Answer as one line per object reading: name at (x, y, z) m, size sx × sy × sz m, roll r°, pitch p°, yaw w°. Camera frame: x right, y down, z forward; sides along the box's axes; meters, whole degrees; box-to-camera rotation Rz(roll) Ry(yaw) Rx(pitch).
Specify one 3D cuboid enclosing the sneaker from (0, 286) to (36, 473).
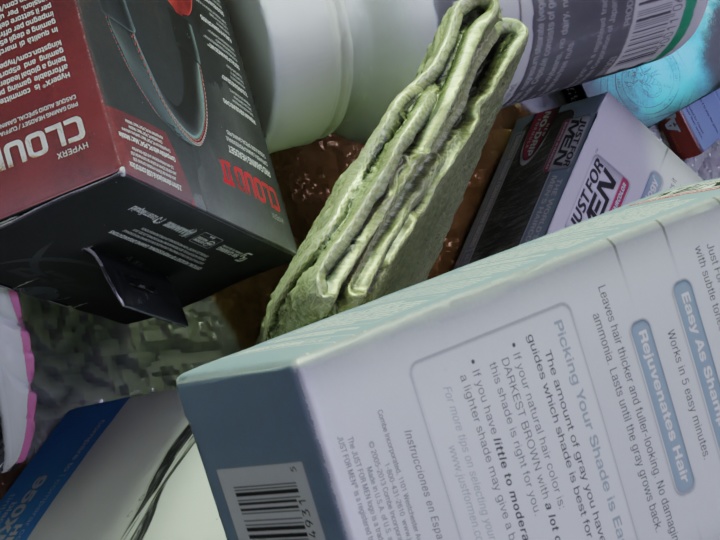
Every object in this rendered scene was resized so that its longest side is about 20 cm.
sneaker at (-0.178, -0.016, 0.692) m, size 0.086 × 0.080 × 0.200 m, roll -24°, pitch 93°, yaw -21°

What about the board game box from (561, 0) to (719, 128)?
board game box at (0.121, -0.173, 0.936) m, size 0.135 × 0.028 × 0.200 m, roll -30°, pitch 102°, yaw -14°

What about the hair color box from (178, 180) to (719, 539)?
hair color box at (0.056, 0.045, 0.593) m, size 0.200 × 0.061 × 0.099 m, roll -20°, pitch 95°, yaw -36°

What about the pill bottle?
pill bottle at (0.030, -0.115, 0.820) m, size 0.200 × 0.113 × 0.113 m, roll -17°, pitch 93°, yaw -27°

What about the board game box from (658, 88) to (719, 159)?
board game box at (0.140, -0.164, 0.987) m, size 0.103 × 0.019 × 0.200 m, roll -37°, pitch 104°, yaw -34°

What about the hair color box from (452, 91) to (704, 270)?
hair color box at (0.138, 0.023, 0.925) m, size 0.200 × 0.061 × 0.099 m, roll 39°, pitch 60°, yaw -26°

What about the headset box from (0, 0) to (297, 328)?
headset box at (-0.097, -0.076, 0.684) m, size 0.149 × 0.075 × 0.200 m, roll 28°, pitch 44°, yaw -68°

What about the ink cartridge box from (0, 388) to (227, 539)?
ink cartridge box at (-0.022, 0.112, 0.696) m, size 0.145 × 0.200 × 0.084 m, roll 48°, pitch 56°, yaw -20°

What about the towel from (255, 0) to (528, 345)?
towel at (0.000, 0.000, 0.751) m, size 0.036 × 0.200 × 0.148 m, roll 29°, pitch 60°, yaw 6°
